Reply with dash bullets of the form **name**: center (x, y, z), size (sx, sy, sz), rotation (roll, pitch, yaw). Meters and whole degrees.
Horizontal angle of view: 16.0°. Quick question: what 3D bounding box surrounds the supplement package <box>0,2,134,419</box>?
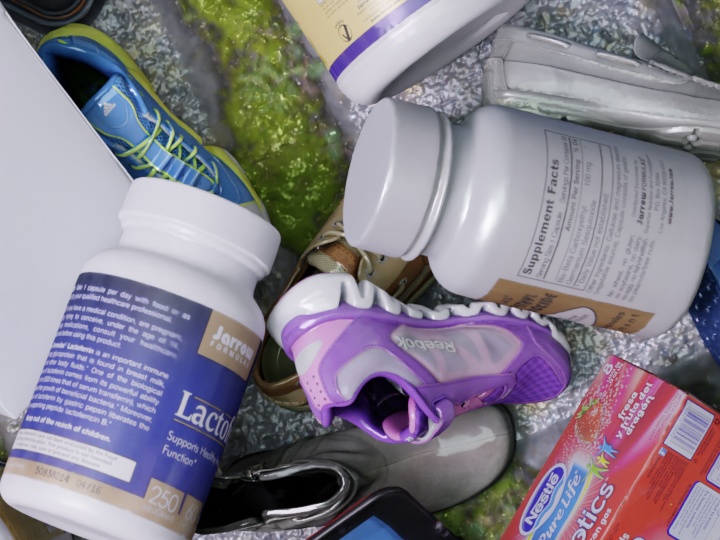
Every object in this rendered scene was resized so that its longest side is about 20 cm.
- **supplement package**: center (-0.237, -0.042, 1.507), size (0.156, 0.111, 0.200), rotation (-50, 126, -22)

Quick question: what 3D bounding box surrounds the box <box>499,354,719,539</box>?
- **box**: center (0.153, 0.165, 1.513), size (0.099, 0.095, 0.201), rotation (31, 89, -27)

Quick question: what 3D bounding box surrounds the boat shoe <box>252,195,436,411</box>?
- **boat shoe**: center (0.000, 0.000, 1.566), size (0.075, 0.074, 0.201), rotation (32, 94, 16)

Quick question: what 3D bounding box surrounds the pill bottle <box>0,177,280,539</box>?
- **pill bottle**: center (-0.122, 0.056, 1.474), size (0.115, 0.116, 0.201), rotation (18, 79, 7)

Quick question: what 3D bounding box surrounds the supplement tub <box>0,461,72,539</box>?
- **supplement tub**: center (-0.259, 0.190, 1.541), size (0.143, 0.200, 0.145), rotation (0, 90, 7)

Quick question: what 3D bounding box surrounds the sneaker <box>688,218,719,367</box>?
- **sneaker**: center (0.263, 0.044, 1.547), size (0.078, 0.070, 0.201), rotation (-28, 80, -17)

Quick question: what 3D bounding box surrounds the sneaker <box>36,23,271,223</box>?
- **sneaker**: center (-0.135, -0.068, 1.570), size (0.200, 0.105, 0.076), rotation (45, 96, 5)

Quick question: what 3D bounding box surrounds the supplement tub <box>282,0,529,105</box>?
- **supplement tub**: center (0.002, -0.217, 1.532), size (0.145, 0.145, 0.201), rotation (-34, 86, 6)

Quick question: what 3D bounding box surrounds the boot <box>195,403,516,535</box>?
- **boot**: center (-0.005, 0.127, 1.543), size (0.199, 0.131, 0.068), rotation (-14, 88, 7)

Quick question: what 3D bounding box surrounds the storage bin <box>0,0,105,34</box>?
- **storage bin**: center (-0.241, -0.246, 1.568), size (0.199, 0.134, 0.146), rotation (27, 94, 5)

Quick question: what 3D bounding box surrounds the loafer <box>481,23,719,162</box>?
- **loafer**: center (0.173, -0.110, 1.549), size (0.199, 0.070, 0.070), rotation (9, 75, -3)

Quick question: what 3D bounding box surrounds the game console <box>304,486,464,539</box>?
- **game console**: center (-0.005, 0.248, 1.551), size (0.200, 0.119, 0.173), rotation (-35, 86, 7)

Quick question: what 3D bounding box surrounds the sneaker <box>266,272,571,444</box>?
- **sneaker**: center (0.040, 0.065, 1.516), size (0.081, 0.199, 0.089), rotation (-51, 41, 41)

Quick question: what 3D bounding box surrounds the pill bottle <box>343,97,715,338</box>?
- **pill bottle**: center (0.097, -0.035, 1.507), size (0.199, 0.114, 0.115), rotation (13, 92, -15)
